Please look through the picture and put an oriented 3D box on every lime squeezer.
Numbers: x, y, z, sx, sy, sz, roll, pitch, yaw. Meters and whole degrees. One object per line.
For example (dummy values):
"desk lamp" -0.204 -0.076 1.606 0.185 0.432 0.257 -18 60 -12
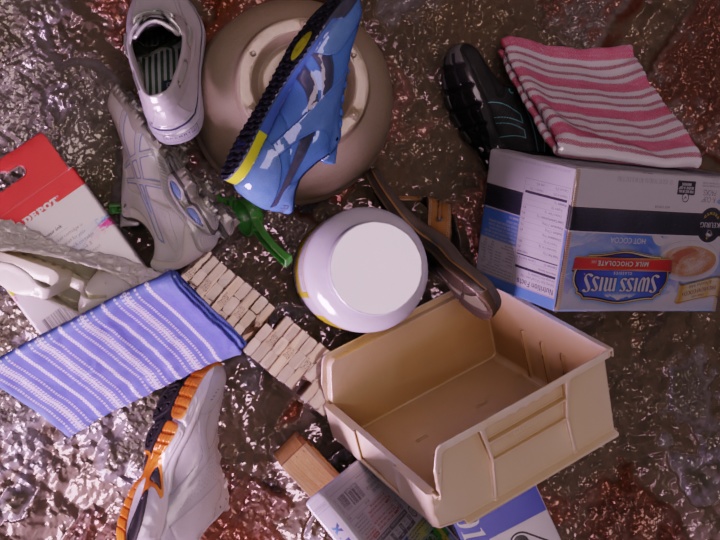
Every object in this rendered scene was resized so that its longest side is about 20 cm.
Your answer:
"lime squeezer" -0.139 -0.046 1.222 0.200 0.038 0.071 17 51 21

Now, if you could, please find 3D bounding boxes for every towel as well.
"towel" 0.224 -0.163 1.217 0.146 0.200 0.030 2 128 -16
"towel" -0.217 0.078 1.147 0.200 0.145 0.024 -27 54 7

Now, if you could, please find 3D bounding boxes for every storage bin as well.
"storage bin" 0.093 0.114 1.155 0.198 0.200 0.094 -26 120 -21

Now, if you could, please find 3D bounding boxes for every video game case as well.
"video game case" 0.043 0.249 1.143 0.022 0.200 0.182 -42 83 14

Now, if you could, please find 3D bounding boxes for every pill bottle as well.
"pill bottle" 0.000 0.000 1.169 0.112 0.200 0.112 0 89 -8

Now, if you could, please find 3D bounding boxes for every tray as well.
"tray" 0.001 0.239 1.215 0.037 0.099 0.200 -44 95 -7

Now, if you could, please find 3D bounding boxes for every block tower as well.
"block tower" -0.098 0.056 1.228 0.200 0.054 0.058 41 83 -5

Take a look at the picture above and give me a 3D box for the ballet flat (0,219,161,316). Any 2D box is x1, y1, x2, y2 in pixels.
"ballet flat" -0.258 0.014 1.130 0.200 0.072 0.072 19 86 -5

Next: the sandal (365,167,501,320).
"sandal" 0.075 -0.034 1.207 0.055 0.082 0.200 -39 51 -7

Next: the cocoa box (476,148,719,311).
"cocoa box" 0.228 -0.036 1.197 0.200 0.133 0.131 1 101 -30

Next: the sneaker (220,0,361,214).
"sneaker" -0.041 -0.143 1.104 0.078 0.066 0.200 29 88 -19

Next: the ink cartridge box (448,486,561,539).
"ink cartridge box" 0.142 0.263 1.262 0.094 0.044 0.200 -25 92 -9

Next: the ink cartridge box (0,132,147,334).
"ink cartridge box" -0.280 -0.015 1.196 0.116 0.067 0.200 -36 94 -7

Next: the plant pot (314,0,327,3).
"plant pot" -0.029 -0.357 1.174 0.186 0.200 0.187 0 90 -8

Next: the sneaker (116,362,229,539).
"sneaker" -0.158 0.186 1.217 0.092 0.076 0.200 23 84 -27

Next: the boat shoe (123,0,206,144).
"boat shoe" -0.177 -0.207 1.165 0.073 0.067 0.200 -18 53 -1

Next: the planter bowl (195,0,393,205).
"planter bowl" -0.058 -0.165 1.198 0.200 0.135 0.200 0 89 -9

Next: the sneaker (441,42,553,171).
"sneaker" 0.147 -0.139 1.266 0.079 0.075 0.200 -31 102 -17

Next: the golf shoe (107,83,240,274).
"golf shoe" -0.200 -0.085 1.184 0.097 0.078 0.200 -41 60 14
